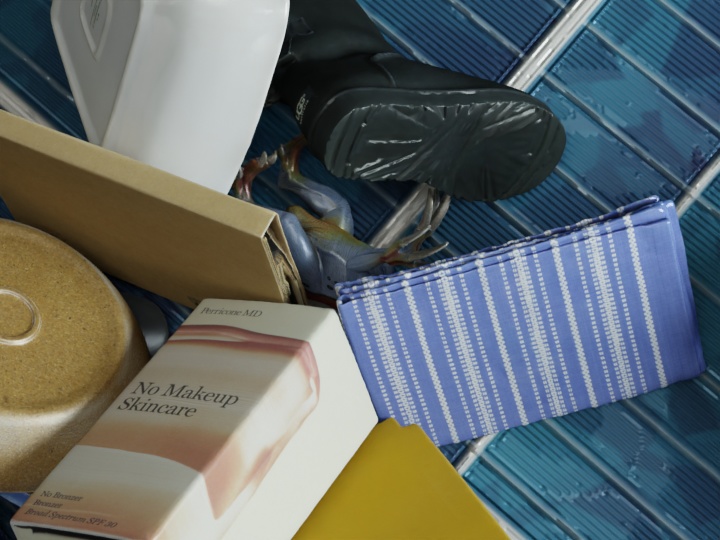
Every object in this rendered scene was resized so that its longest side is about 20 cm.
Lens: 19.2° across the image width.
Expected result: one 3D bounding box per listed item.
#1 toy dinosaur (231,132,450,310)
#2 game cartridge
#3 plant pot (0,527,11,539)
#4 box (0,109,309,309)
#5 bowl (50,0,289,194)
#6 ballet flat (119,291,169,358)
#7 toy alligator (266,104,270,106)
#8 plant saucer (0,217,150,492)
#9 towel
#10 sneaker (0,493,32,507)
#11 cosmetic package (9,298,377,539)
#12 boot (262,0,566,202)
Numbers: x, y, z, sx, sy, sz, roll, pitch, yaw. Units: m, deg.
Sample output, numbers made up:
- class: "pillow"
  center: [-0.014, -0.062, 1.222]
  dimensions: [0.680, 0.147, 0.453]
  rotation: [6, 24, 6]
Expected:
- class: "toy dinosaur"
  center: [0.000, 0.000, 1.297]
  dimensions: [0.200, 0.105, 0.182]
  rotation: [-33, 88, 39]
- class: "game cartridge"
  center: [-0.026, 0.168, 1.175]
  dimensions: [0.199, 0.176, 0.033]
  rotation: [-22, 122, -12]
- class: "plant pot"
  center: [-0.325, 0.169, 1.241]
  dimensions: [0.200, 0.200, 0.180]
  rotation: [-32, 70, 2]
- class: "box"
  center: [-0.127, -0.025, 1.248]
  dimensions: [0.199, 0.164, 0.021]
  rotation: [22, 69, 17]
- class: "bowl"
  center: [-0.122, -0.151, 1.244]
  dimensions: [0.074, 0.200, 0.200]
  rotation: [-3, 50, -24]
- class: "ballet flat"
  center: [-0.219, 0.048, 1.306]
  dimensions: [0.199, 0.073, 0.073]
  rotation: [-6, 79, 7]
- class: "toy alligator"
  center: [-0.097, -0.199, 1.337]
  dimensions: [0.059, 0.054, 0.201]
  rotation: [-22, 78, 5]
- class: "plant saucer"
  center: [-0.209, 0.035, 1.228]
  dimensions: [0.199, 0.035, 0.201]
  rotation: [16, 45, -16]
- class: "towel"
  center: [0.096, 0.034, 1.236]
  dimensions: [0.199, 0.145, 0.024]
  rotation: [-15, 42, 6]
- class: "sneaker"
  center: [-0.148, 0.126, 1.285]
  dimensions: [0.199, 0.070, 0.078]
  rotation: [23, 81, 5]
- class: "cosmetic package"
  center: [-0.088, 0.110, 1.180]
  dimensions: [0.103, 0.088, 0.200]
  rotation: [2, 36, 33]
- class: "boot"
  center: [0.011, -0.118, 1.282]
  dimensions: [0.163, 0.198, 0.074]
  rotation: [52, 127, 40]
